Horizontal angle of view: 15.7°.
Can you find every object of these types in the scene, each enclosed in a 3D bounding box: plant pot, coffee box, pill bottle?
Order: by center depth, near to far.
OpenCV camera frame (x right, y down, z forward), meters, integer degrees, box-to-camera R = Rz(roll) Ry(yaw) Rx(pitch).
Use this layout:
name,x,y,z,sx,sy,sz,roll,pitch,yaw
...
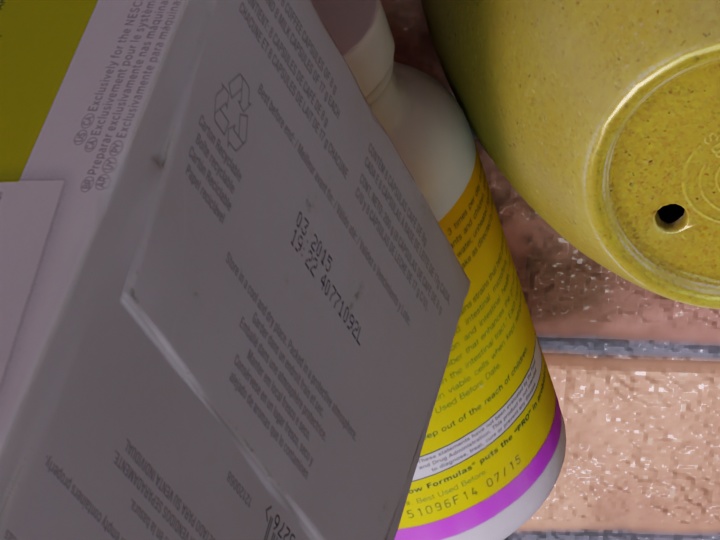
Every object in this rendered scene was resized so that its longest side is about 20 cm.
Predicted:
name,x,y,z,sx,sy,sz,roll,pitch,yaw
coffee box,-0.111,0.030,0.725,0.196,0.201,0.200,3,148,26
plant pot,0.118,-0.071,0.848,0.198,0.142,0.201,0,126,0
pill bottle,0.000,0.000,0.895,0.103,0.105,0.201,-13,126,10
